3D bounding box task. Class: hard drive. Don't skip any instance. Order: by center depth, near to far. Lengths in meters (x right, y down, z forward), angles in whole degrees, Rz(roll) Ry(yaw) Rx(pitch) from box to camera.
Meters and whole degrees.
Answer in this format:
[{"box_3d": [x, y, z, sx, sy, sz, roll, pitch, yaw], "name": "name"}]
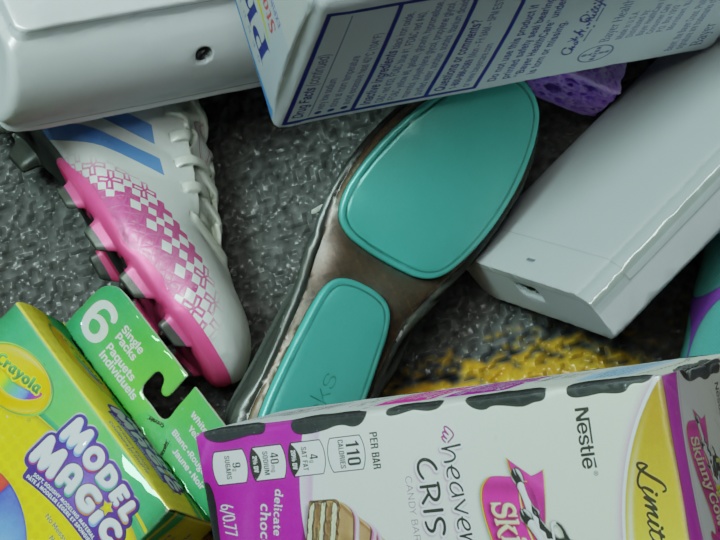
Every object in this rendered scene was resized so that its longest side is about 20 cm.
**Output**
[{"box_3d": [0.138, -0.059, 1.084, 0.200, 0.132, 0.026, -45, 109, -9], "name": "hard drive"}]

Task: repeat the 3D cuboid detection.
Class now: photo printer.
[{"box_3d": [-0.086, -0.146, 1.153, 0.199, 0.070, 0.167, -14, 52, -25], "name": "photo printer"}]

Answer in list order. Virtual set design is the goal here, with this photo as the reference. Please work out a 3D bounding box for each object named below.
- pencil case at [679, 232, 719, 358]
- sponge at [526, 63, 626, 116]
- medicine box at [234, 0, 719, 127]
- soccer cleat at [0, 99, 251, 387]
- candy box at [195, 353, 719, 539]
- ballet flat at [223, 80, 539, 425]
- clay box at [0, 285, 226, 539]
[{"box_3d": [0.162, 0.058, 1.041, 0.092, 0.085, 0.201, 3, 67, 30], "name": "pencil case"}, {"box_3d": [0.076, -0.173, 1.155, 0.111, 0.030, 0.201, 22, 63, -17], "name": "sponge"}, {"box_3d": [0.040, -0.173, 1.061, 0.199, 0.103, 0.183, -11, 70, -18], "name": "medicine box"}, {"box_3d": [-0.089, -0.044, 1.145, 0.086, 0.070, 0.200, -33, 66, -11], "name": "soccer cleat"}, {"box_3d": [0.044, 0.111, 0.983, 0.199, 0.061, 0.137, -10, 91, 32], "name": "candy box"}, {"box_3d": [0.000, 0.000, 1.104, 0.068, 0.068, 0.201, 36, 80, -15], "name": "ballet flat"}, {"box_3d": [-0.147, 0.105, 1.076, 0.200, 0.048, 0.115, -45, 65, 9], "name": "clay box"}]
